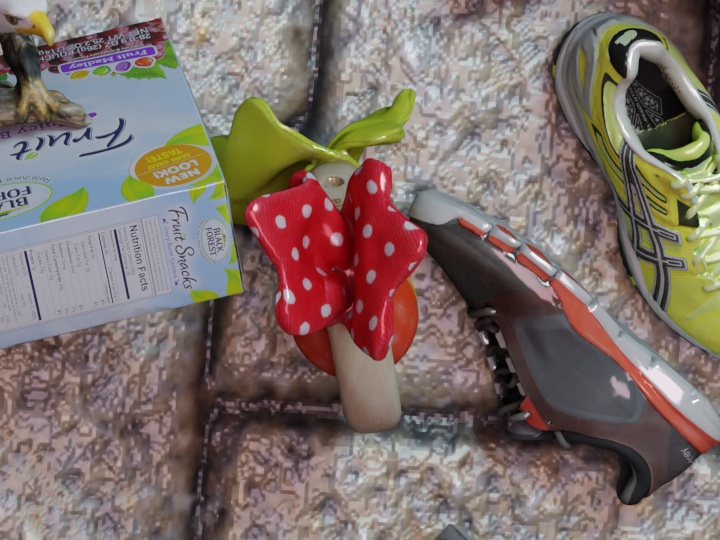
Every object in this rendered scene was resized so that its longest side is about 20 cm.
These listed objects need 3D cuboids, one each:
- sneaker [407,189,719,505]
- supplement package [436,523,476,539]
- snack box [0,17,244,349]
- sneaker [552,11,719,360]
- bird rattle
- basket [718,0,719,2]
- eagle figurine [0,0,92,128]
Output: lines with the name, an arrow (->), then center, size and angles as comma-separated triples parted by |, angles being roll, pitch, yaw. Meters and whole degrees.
sneaker -> 0.089, 0.043, 1.485 | 0.200, 0.077, 0.082 | 41, 94, -8
supplement package -> 0.043, 0.245, 1.470 | 0.117, 0.117, 0.200 | 33, 89, -10
snack box -> -0.168, -0.034, 1.389 | 0.199, 0.169, 0.068 | -14, 123, -6
sneaker -> 0.160, -0.035, 1.487 | 0.075, 0.076, 0.200 | -34, 99, -6
bird rattle -> 0.000, 0.000, 1.416 | 0.112, 0.200, 0.164 | -17, 120, -6
basket -> 0.259, -0.149, 1.422 | 0.200, 0.149, 0.143 | 37, 91, -38
eagle figurine -> -0.170, -0.147, 1.311 | 0.150, 0.152, 0.201 | 12, 125, 24
